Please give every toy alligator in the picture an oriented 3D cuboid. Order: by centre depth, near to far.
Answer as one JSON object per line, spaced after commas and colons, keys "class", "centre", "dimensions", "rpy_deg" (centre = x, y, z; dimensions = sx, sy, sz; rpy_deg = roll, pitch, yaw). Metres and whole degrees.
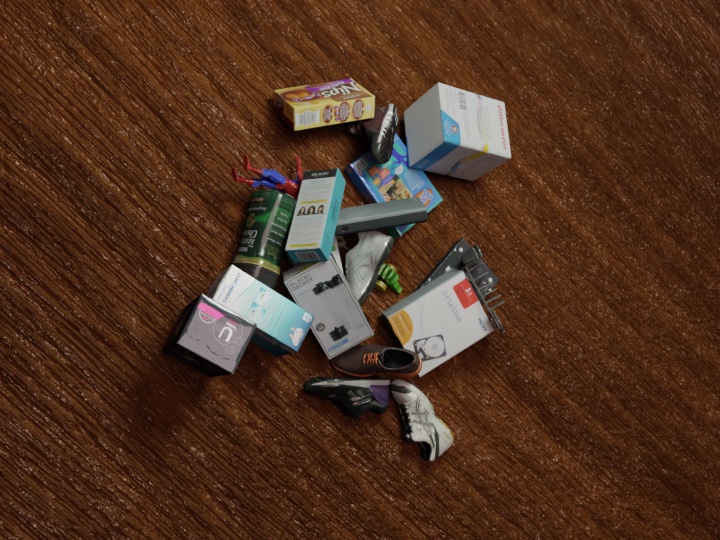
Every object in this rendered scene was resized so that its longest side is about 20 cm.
{"class": "toy alligator", "centre": [0.025, -0.016, 1.673], "dimensions": [0.199, 0.054, 0.060], "rpy_deg": [40, 68, -12]}

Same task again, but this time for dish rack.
{"class": "dish rack", "centre": [0.285, 0.045, 1.679], "dimensions": [0.054, 0.153, 0.202], "rpy_deg": [-28, 85, 8]}

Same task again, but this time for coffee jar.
{"class": "coffee jar", "centre": [-0.202, -0.061, 1.552], "dimensions": [0.085, 0.103, 0.203], "rpy_deg": [26, 72, -43]}

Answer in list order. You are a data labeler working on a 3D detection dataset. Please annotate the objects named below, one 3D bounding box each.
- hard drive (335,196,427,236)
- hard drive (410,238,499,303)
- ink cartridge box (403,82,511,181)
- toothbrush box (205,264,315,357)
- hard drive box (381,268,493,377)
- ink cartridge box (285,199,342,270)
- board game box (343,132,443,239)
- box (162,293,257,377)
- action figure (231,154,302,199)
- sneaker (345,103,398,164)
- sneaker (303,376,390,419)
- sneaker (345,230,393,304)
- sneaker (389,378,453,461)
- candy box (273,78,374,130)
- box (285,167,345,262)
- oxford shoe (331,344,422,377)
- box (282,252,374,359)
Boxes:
{"class": "hard drive", "centre": [0.040, -0.118, 1.617], "dimensions": [0.197, 0.140, 0.033], "rpy_deg": [-9, 106, -1]}
{"class": "hard drive", "centre": [0.221, 0.043, 1.756], "dimensions": [0.140, 0.038, 0.200], "rpy_deg": [46, 66, -10]}
{"class": "ink cartridge box", "centre": [0.225, -0.316, 1.737], "dimensions": [0.197, 0.146, 0.149], "rpy_deg": [8, 69, -31]}
{"class": "toothbrush box", "centre": [-0.211, 0.086, 1.505], "dimensions": [0.198, 0.146, 0.086], "rpy_deg": [32, 70, -14]}
{"class": "hard drive box", "centre": [0.170, 0.114, 1.665], "dimensions": [0.198, 0.077, 0.157], "rpy_deg": [-32, 98, -6]}
{"class": "ink cartridge box", "centre": [-0.110, -0.068, 1.627], "dimensions": [0.107, 0.050, 0.203], "rpy_deg": [-9, 85, -23]}
{"class": "board game box", "centre": [0.078, -0.198, 1.733], "dimensions": [0.152, 0.045, 0.201], "rpy_deg": [-39, 96, -25]}
{"class": "box", "centre": [-0.292, 0.129, 1.433], "dimensions": [0.121, 0.200, 0.107], "rpy_deg": [30, 71, -16]}
{"class": "action figure", "centre": [-0.185, -0.211, 1.599], "dimensions": [0.199, 0.065, 0.100], "rpy_deg": [19, 44, -45]}
{"class": "sneaker", "centre": [0.016, -0.303, 1.685], "dimensions": [0.114, 0.076, 0.201], "rpy_deg": [0, 39, 15]}
{"class": "sneaker", "centre": [-0.026, 0.273, 1.593], "dimensions": [0.197, 0.076, 0.089], "rpy_deg": [4, 85, -23]}
{"class": "sneaker", "centre": [0.000, 0.000, 1.630], "dimensions": [0.080, 0.070, 0.202], "rpy_deg": [29, 107, 14]}
{"class": "sneaker", "centre": [0.122, 0.332, 1.643], "dimensions": [0.088, 0.075, 0.201], "rpy_deg": [-42, 97, -24]}
{"class": "candy box", "centre": [-0.080, -0.368, 1.655], "dimensions": [0.197, 0.117, 0.057], "rpy_deg": [-16, 128, -23]}
{"class": "box", "centre": [-0.091, -0.115, 1.543], "dimensions": [0.049, 0.081, 0.202], "rpy_deg": [57, 37, -51]}
{"class": "oxford shoe", "centre": [0.031, 0.185, 1.592], "dimensions": [0.197, 0.073, 0.072], "rpy_deg": [-1, 70, 11]}
{"class": "box", "centre": [-0.068, 0.070, 1.566], "dimensions": [0.115, 0.060, 0.202], "rpy_deg": [-27, 109, 1]}
